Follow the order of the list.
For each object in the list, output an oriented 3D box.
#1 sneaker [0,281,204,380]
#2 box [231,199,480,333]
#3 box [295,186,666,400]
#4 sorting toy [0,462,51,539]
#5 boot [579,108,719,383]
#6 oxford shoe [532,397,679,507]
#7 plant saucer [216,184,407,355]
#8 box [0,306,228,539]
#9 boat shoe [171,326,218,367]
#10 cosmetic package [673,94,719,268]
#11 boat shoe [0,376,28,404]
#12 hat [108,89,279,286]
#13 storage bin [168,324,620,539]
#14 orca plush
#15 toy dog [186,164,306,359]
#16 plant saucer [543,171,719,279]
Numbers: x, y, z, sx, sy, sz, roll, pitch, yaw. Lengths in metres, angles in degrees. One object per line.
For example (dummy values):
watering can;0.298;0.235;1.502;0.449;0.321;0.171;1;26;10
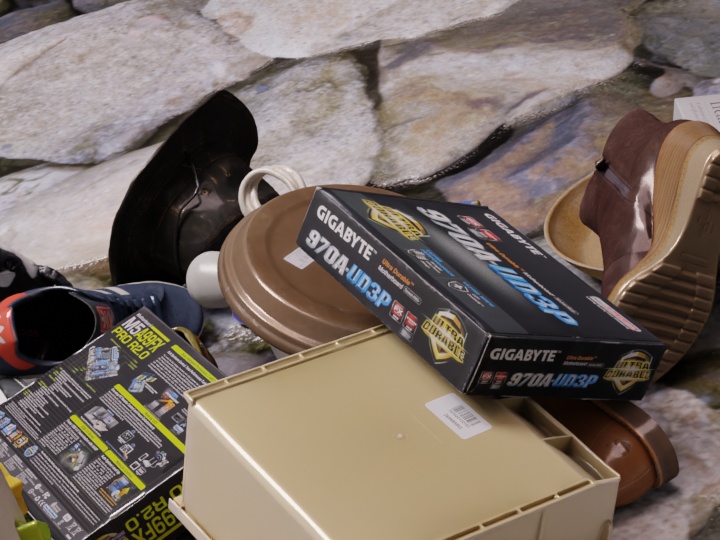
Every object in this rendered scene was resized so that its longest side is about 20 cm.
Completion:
sneaker;-0.198;0.043;1.732;0.200;0.075;0.084;-11;-10;-33
box;-0.006;-0.003;1.808;0.200;0.042;0.119;-5;29;19
box;0.075;0.015;1.468;0.159;0.046;0.200;5;25;-40
sorting toy;-0.251;0.148;1.399;0.107;0.180;0.200;-23;14;-33
boot;0.196;-0.016;1.618;0.200;0.072;0.166;-65;19;3
oxford shoe;0.120;0.101;1.503;0.071;0.071;0.200;-32;31;-19
plant saucer;0.000;0.000;1.587;0.200;0.029;0.200;7;38;-5
box;-0.161;0.116;1.522;0.160;0.044;0.200;-35;33;-15
boat shoe;-0.132;0.111;1.630;0.072;0.068;0.200;-16;27;-1
cosmetic package;0.321;-0.060;1.642;0.151;0.052;0.200;-5;37;-6
boat shoe;-0.216;0.131;1.647;0.060;0.076;0.200;-26;40;-16
hat;-0.117;-0.044;1.838;0.081;0.201;0.201;24;43;21
storage bin;0.020;0.134;1.378;0.198;0.094;0.200;-18;39;-30
orca plush;-0.285;0.036;1.799;0.105;0.200;0.071;17;73;1
toy dog;-0.020;0.018;1.707;0.200;0.096;0.132;30;89;20
plant saucer;0.241;-0.037;1.730;0.200;0.035;0.200;-14;27;7
